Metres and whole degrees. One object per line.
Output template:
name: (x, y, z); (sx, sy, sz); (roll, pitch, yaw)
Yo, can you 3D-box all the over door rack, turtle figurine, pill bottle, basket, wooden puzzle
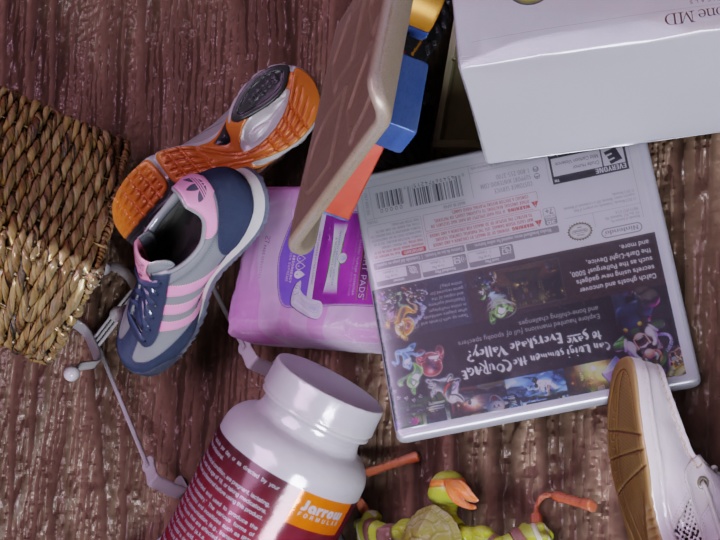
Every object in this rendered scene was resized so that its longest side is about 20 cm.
over door rack: (-0.166, 0.058, 1.165); (0.148, 0.066, 0.200); (-49, 55, 17)
turtle figurine: (0.060, 0.204, 0.963); (0.199, 0.064, 0.162); (0, 78, 36)
pill bottle: (-0.067, 0.166, 1.013); (0.113, 0.113, 0.201); (32, 98, 37)
basket: (-0.289, -0.036, 1.178); (0.143, 0.148, 0.201); (-54, 23, 34)
wooden puzzle: (0.010, -0.126, 0.926); (0.200, 0.046, 0.186); (123, 162, -59)

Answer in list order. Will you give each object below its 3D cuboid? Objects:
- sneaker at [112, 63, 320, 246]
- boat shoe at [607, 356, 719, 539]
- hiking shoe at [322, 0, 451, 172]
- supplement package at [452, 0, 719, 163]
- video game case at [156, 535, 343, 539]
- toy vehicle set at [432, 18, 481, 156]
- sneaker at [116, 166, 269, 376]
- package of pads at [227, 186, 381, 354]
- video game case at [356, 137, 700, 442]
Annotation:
sneaker: (-0.107, -0.086, 1.143); (0.200, 0.092, 0.076); (-35, 92, 11)
boat shoe: (0.200, 0.148, 0.876); (0.069, 0.071, 0.201); (-9, 82, -7)
hiking shoe: (0.007, -0.163, 1.087); (0.100, 0.076, 0.201); (-17, 56, 45)
supplement package: (0.154, -0.197, 0.905); (0.190, 0.147, 0.201); (-7, 71, 9)
video game case: (-0.093, 0.243, 1.096); (0.200, 0.018, 0.144); (-37, 60, 23)
toy vehicle set: (0.126, -0.181, 1.037); (0.124, 0.026, 0.201); (5, 82, 37)
sneaker: (-0.148, 0.002, 1.070); (0.070, 0.082, 0.200); (48, 121, 28)
package of pads: (0.000, 0.000, 1.052); (0.199, 0.076, 0.121); (2, 78, 36)
video game case: (0.106, 0.006, 0.948); (0.199, 0.023, 0.183); (-12, 76, 7)
